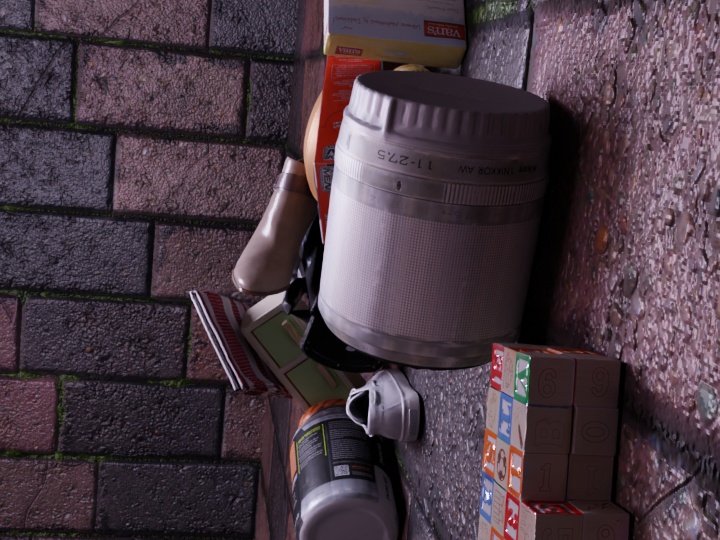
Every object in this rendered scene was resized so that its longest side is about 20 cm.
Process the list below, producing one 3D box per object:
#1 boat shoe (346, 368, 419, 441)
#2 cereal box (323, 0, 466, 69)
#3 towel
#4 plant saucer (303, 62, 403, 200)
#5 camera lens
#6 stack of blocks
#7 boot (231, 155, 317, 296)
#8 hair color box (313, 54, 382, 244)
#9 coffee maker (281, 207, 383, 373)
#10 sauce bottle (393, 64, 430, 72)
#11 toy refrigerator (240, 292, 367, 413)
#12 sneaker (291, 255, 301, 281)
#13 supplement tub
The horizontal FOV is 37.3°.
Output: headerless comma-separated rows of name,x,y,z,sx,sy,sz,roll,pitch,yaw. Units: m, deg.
boat shoe,0.018,0.158,1.238,0.200,0.068,0.072,-132,46,-77
cereal box,0.034,-0.306,1.110,0.040,0.143,0.201,112,160,-63
towel,-0.144,0.095,1.373,0.144,0.023,0.200,62,-170,15
plant saucer,-0.006,-0.167,1.256,0.200,0.037,0.201,-42,-34,-38
camera lens,0.055,-0.037,0.805,0.160,0.159,0.201,-110,25,-68
stack of blocks,0.116,0.150,0.658,0.115,0.058,0.201,-171,85,-81
boot,-0.093,-0.061,1.266,0.200,0.070,0.147,-71,0,-75
hair color box,-0.007,-0.129,1.069,0.200,0.061,0.102,-87,-5,-48
coffee maker,0.000,0.000,1.318,0.192,0.135,0.200,-44,25,15
sauce bottle,0.068,-0.169,1.094,0.200,0.066,0.066,-121,36,-69
toy refrigerator,-0.065,0.123,1.385,0.200,0.076,0.070,54,-169,-16
sneaker,-0.045,-0.032,1.471,0.075,0.200,0.082,33,117,29
supplement tub,-0.023,0.253,1.292,0.200,0.122,0.123,-101,17,-58
